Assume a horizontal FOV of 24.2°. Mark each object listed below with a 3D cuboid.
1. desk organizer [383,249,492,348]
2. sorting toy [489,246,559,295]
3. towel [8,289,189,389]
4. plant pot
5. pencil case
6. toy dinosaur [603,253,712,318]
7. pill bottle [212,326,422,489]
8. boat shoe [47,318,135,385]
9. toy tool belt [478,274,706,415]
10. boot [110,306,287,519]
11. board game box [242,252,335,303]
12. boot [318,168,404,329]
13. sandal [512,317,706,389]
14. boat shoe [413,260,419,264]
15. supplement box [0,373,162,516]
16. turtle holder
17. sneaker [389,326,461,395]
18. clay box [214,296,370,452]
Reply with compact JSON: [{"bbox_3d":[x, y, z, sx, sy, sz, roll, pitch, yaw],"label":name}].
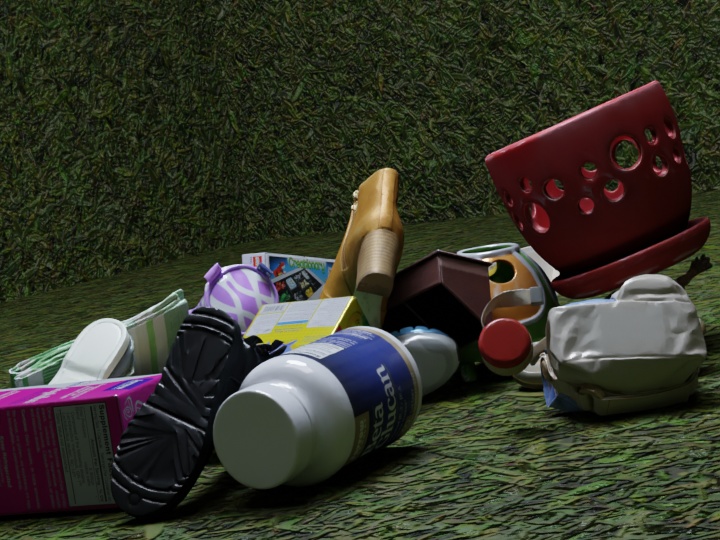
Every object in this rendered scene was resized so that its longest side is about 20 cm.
[{"bbox_3d":[0.051,0.053,1.755,0.071,0.077,0.200,12,-26,-33],"label":"desk organizer"},{"bbox_3d":[0.135,0.039,2.081,0.199,0.107,0.180,-13,-1,-28],"label":"sorting toy"},{"bbox_3d":[-0.265,0.110,1.749,0.199,0.153,0.023,-26,54,-23],"label":"towel"},{"bbox_3d":[0.251,-0.077,1.751,0.200,0.183,0.200,-21,1,1],"label":"plant pot"},{"bbox_3d":[-0.150,0.055,1.798,0.084,0.085,0.200,-58,5,-26],"label":"pencil case"},{"bbox_3d":[0.287,0.050,1.752,0.135,0.086,0.200,-22,6,-37],"label":"toy dinosaur"},{"bbox_3d":[-0.037,0.119,1.423,0.111,0.112,0.200,-6,7,30],"label":"pill bottle"},{"bbox_3d":[-0.283,0.140,1.639,0.073,0.062,0.200,18,59,27],"label":"boat shoe"},{"bbox_3d":[0.207,0.080,1.511,0.199,0.125,0.123,-6,-26,4],"label":"toy tool belt"},{"bbox_3d":[-0.131,0.134,1.453,0.073,0.199,0.163,17,-15,20],"label":"boot"},{"bbox_3d":[-0.074,0.047,1.956,0.034,0.127,0.200,-5,-5,25],"label":"board game box"},{"bbox_3d":[0.000,0.000,1.738,0.070,0.144,0.201,17,-40,-12],"label":"boot"},{"bbox_3d":[0.234,0.071,1.635,0.199,0.054,0.080,-9,28,27],"label":"sandal"},{"bbox_3d":[0.026,0.066,1.918,0.200,0.067,0.057,-39,-29,10],"label":"boat shoe"},{"bbox_3d":[-0.270,0.157,1.494,0.199,0.104,0.101,-6,6,20],"label":"supplement box"},{"bbox_3d":[0.152,0.038,1.822,0.140,0.132,0.185,-8,6,20],"label":"turtle holder"},{"bbox_3d":[0.006,0.115,1.672,0.199,0.075,0.087,-18,12,0],"label":"sneaker"},{"bbox_3d":[-0.080,0.109,1.623,0.114,0.048,0.200,-6,37,32],"label":"clay box"}]
